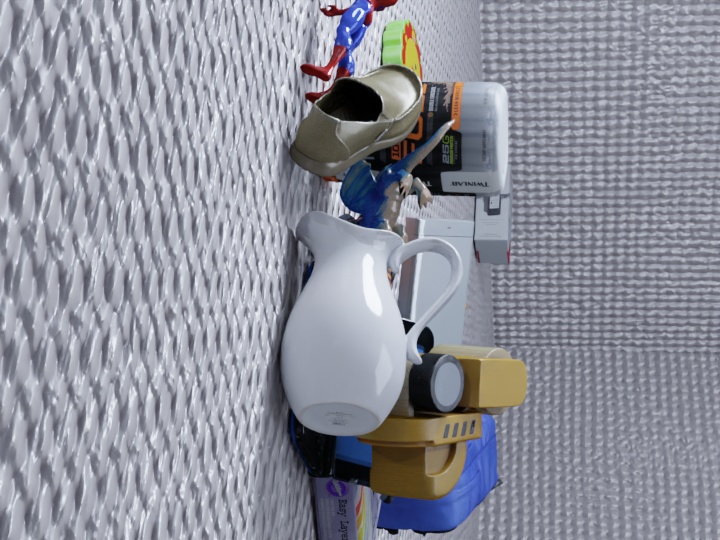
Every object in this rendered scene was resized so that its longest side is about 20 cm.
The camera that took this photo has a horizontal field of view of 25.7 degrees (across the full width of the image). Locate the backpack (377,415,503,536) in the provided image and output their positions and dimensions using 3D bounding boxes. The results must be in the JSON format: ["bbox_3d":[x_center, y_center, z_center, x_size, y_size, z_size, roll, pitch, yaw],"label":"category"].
[{"bbox_3d":[0.074,0.240,2.025,0.200,0.161,0.170,-42,125,-61],"label":"backpack"}]

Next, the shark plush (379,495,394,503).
[{"bbox_3d":[0.046,0.177,1.804,0.083,0.090,0.202,-129,-157,-53],"label":"shark plush"}]

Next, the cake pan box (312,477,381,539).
[{"bbox_3d":[-0.012,0.238,1.789,0.201,0.052,0.186,-75,166,-58],"label":"cake pan box"}]

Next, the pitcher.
[{"bbox_3d":[0.011,0.052,1.518,0.122,0.169,0.202,85,8,-61],"label":"pitcher"}]

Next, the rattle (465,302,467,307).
[{"bbox_3d":[0.056,0.142,1.953,0.131,0.141,0.202,113,-20,-57],"label":"rattle"}]

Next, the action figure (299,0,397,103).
[{"bbox_3d":[-0.025,-0.269,1.637,0.201,0.098,0.066,-58,159,-29],"label":"action figure"}]

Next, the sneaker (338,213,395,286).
[{"bbox_3d":[0.000,0.000,1.801,0.201,0.077,0.113,-92,173,-57],"label":"sneaker"}]

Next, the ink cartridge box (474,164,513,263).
[{"bbox_3d":[0.322,-0.137,3.805,0.146,0.082,0.202,70,22,-66],"label":"ink cartridge box"}]

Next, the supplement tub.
[{"bbox_3d":[0.058,-0.143,1.705,0.122,0.197,0.124,1,90,-81],"label":"supplement tub"}]

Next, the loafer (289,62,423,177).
[{"bbox_3d":[0.007,-0.159,1.565,0.200,0.076,0.068,-44,163,-46],"label":"loafer"}]

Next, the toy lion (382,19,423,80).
[{"bbox_3d":[0.061,-0.240,2.199,0.201,0.068,0.193,-79,160,-46],"label":"toy lion"}]

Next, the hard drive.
[{"bbox_3d":[0.086,0.039,1.886,0.131,0.026,0.203,0,98,-57],"label":"hard drive"}]

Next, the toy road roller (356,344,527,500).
[{"bbox_3d":[0.073,0.153,1.614,0.199,0.122,0.148,0,92,-51],"label":"toy road roller"}]

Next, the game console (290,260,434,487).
[{"bbox_3d":[0.005,0.113,1.648,0.171,0.117,0.202,71,21,-61],"label":"game console"}]

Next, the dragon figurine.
[{"bbox_3d":[0.018,-0.081,1.628,0.059,0.099,0.202,12,105,-50],"label":"dragon figurine"}]
